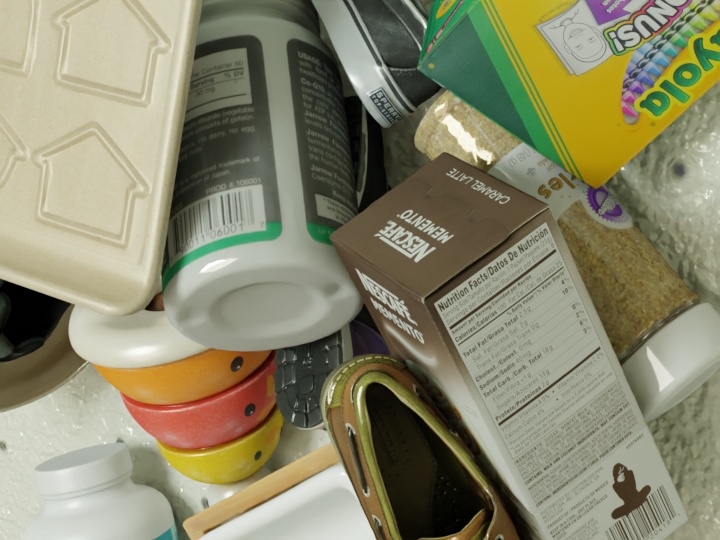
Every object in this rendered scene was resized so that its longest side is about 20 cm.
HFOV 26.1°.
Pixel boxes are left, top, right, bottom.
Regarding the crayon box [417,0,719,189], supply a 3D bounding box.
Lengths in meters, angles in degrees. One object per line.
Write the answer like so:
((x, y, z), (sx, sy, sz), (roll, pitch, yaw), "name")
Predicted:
((0.132, -0.142, 0.740), (0.118, 0.059, 0.200), (31, 131, -17), "crayon box")

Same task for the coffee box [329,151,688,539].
((0.076, 0.054, 0.792), (0.201, 0.079, 0.114), (62, 167, -26), "coffee box")

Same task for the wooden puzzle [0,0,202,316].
((-0.160, -0.094, 0.826), (0.183, 0.046, 0.203), (16, 97, 29), "wooden puzzle")

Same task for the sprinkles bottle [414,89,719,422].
((0.111, -0.016, 0.826), (0.201, 0.068, 0.068), (52, 129, 17), "sprinkles bottle")

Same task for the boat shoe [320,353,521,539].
((0.042, 0.135, 0.768), (0.201, 0.072, 0.068), (56, 172, -5), "boat shoe")

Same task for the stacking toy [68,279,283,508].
((-0.094, 0.087, 1.019), (0.145, 0.146, 0.202), (7, 126, 39), "stacking toy")

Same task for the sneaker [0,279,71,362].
((-0.248, 0.031, 0.988), (0.199, 0.070, 0.100), (-39, 39, 2), "sneaker")

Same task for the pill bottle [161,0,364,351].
((-0.061, -0.068, 0.867), (0.113, 0.112, 0.202), (-33, 53, 41), "pill bottle")

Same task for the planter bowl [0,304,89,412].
((-0.279, -0.017, 1.096), (0.135, 0.198, 0.202), (54, 135, 49), "planter bowl")

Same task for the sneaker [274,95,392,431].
((0.000, 0.000, 0.932), (0.075, 0.087, 0.203), (-9, 72, 48), "sneaker")

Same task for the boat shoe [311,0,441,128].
((0.001, -0.173, 0.867), (0.068, 0.074, 0.201), (-31, 53, 11), "boat shoe")

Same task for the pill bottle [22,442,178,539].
((-0.178, 0.230, 1.117), (0.110, 0.110, 0.203), (-7, 98, 41), "pill bottle")

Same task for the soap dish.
((0.013, 0.188, 0.873), (0.157, 0.081, 0.201), (-31, 95, 35), "soap dish")
